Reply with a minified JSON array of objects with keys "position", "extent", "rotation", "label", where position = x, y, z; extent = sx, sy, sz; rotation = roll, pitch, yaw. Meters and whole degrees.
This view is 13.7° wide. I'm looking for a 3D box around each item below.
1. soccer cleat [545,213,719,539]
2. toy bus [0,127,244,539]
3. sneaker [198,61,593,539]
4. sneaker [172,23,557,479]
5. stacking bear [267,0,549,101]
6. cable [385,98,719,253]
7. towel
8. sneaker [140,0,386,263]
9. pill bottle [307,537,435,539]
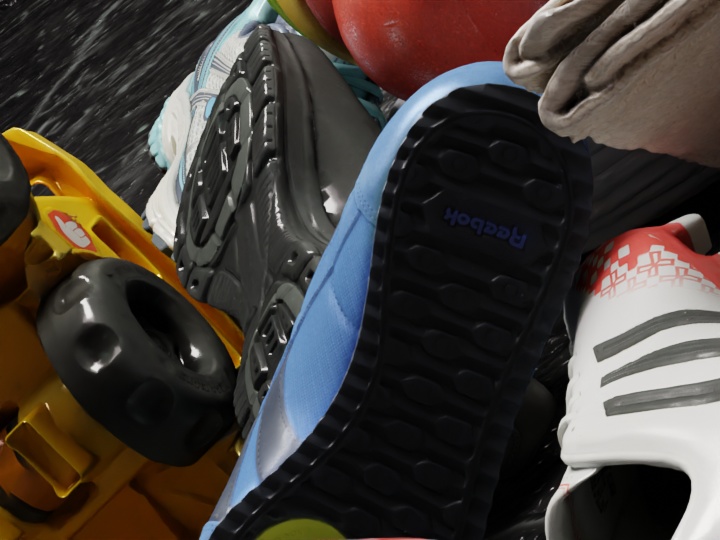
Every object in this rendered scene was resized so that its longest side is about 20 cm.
[{"position":[0.073,0.040,0.705],"extent":[0.085,0.069,0.200],"rotation":[-33,17,-8],"label":"soccer cleat"},{"position":[-0.119,0.015,1.004],"extent":[0.136,0.200,0.192],"rotation":[-44,4,22],"label":"toy bus"},{"position":[0.005,0.041,0.774],"extent":[0.078,0.066,0.201],"rotation":[-114,48,-84],"label":"sneaker"},{"position":[0.000,0.000,0.902],"extent":[0.076,0.090,0.201],"rotation":[-61,29,31],"label":"sneaker"},{"position":[0.018,-0.114,0.967],"extent":[0.113,0.122,0.200],"rotation":[-31,25,3],"label":"stacking bear"},{"position":[0.095,-0.074,1.038],"extent":[0.200,0.069,0.200],"rotation":[-37,13,0],"label":"cable"},{"position":[0.119,-0.076,0.748],"extent":[0.132,0.035,0.200],"rotation":[-40,-18,17],"label":"towel"},{"position":[-0.028,-0.047,1.033],"extent":[0.087,0.077,0.200],"rotation":[-60,21,15],"label":"sneaker"},{"position":[-0.030,0.113,0.604],"extent":[0.116,0.116,0.200],"rotation":[-42,14,-25],"label":"pill bottle"}]
